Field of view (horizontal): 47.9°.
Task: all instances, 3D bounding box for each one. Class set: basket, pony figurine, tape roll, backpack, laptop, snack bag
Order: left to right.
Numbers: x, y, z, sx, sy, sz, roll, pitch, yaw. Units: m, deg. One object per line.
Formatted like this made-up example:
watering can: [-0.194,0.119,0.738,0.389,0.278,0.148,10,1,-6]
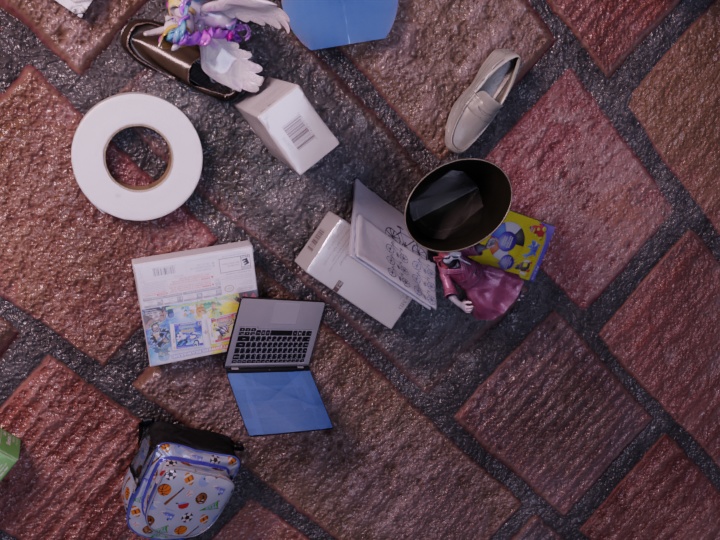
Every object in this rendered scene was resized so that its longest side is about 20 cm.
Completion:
tape roll: [-0.351,-0.178,1.276,0.202,0.037,0.204,-6,108,-17]
backpack: [-0.316,0.375,1.400,0.200,0.154,0.191,22,108,-26]
pony figurine: [-0.214,-0.368,1.180,0.192,0.200,0.167,10,139,-22]
laptop: [-0.123,0.160,1.379,0.187,0.116,0.201,5,105,-45]
snack bag: [0.058,-0.047,1.382,0.188,0.200,0.021,33,127,-27]
basket: [0.147,-0.110,1.364,0.180,0.200,0.136,-28,96,-1]

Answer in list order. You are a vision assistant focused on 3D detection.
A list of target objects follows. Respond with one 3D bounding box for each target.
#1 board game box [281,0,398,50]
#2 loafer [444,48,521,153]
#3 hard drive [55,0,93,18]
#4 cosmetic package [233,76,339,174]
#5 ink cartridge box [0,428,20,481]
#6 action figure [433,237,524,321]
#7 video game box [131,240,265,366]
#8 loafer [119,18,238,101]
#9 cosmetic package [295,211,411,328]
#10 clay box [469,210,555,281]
board game box: [-0.038,-0.444,1.304,0.199,0.039,0.159,-15,105,-19]
loafer: [0.213,-0.295,1.414,0.070,0.070,0.200,25,97,-24]
hard drive: [-0.409,-0.487,1.164,0.140,0.038,0.200,34,94,-24]
cosmetic package: [-0.119,-0.228,1.252,0.081,0.200,0.113,-38,116,-3]
ink cartridge box: [-0.670,0.289,1.281,0.200,0.084,0.146,40,90,-24]
action figure: [0.197,0.001,1.450,0.200,0.149,0.134,35,90,-28]
video game box: [-0.271,0.054,1.368,0.199,0.047,0.183,-10,107,-16]
loafer: [-0.268,-0.324,1.241,0.200,0.071,0.073,21,98,-23]
cosmetic package: [0.000,0.000,1.417,0.200,0.081,0.113,33,92,-23]
clay box: [0.254,-0.061,1.512,0.199,0.048,0.115,15,101,-23]
